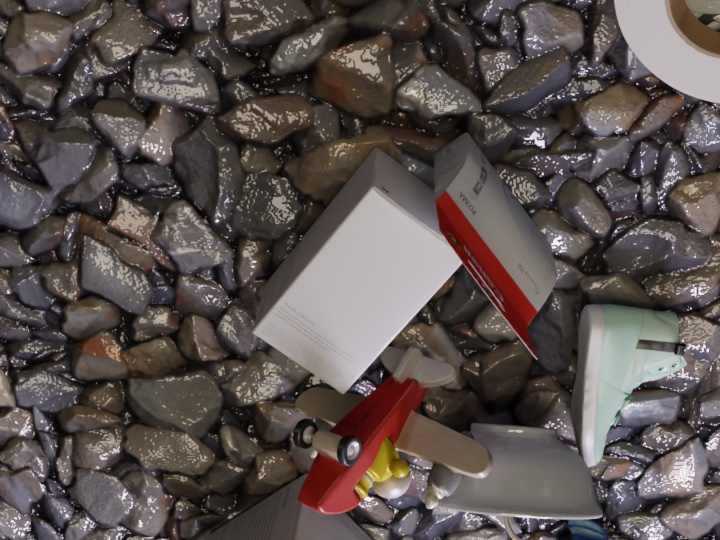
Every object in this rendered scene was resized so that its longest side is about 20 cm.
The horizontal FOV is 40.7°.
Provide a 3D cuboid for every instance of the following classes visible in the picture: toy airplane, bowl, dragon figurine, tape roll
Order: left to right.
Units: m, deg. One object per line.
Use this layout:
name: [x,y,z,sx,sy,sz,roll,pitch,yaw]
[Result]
toy airplane: [0.028,0.177,1.041,0.198,0.200,0.142,-15,119,1]
bowl: [0.167,0.216,1.069,0.200,0.201,0.091,3,83,1]
dragon figurine: [0.264,0.340,1.171,0.199,0.099,0.059,24,117,13]
tape roll: [0.314,-0.234,0.816,0.202,0.037,0.203,23,142,19]

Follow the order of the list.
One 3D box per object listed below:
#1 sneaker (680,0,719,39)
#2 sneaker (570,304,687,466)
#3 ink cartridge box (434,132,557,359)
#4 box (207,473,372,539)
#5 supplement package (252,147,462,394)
sneaker: [0.365,-0.236,0.868,0.199,0.076,0.088,5,131,37]
sneaker: [0.297,0.133,1.065,0.118,0.074,0.201,1,116,0]
ink cartridge box: [0.133,-0.030,0.925,0.047,0.200,0.160,-33,110,17]
box: [-0.075,0.395,1.137,0.171,0.200,0.199,-35,108,19]
supplement package: [0.000,0.000,0.989,0.120,0.121,0.200,35,113,-13]
